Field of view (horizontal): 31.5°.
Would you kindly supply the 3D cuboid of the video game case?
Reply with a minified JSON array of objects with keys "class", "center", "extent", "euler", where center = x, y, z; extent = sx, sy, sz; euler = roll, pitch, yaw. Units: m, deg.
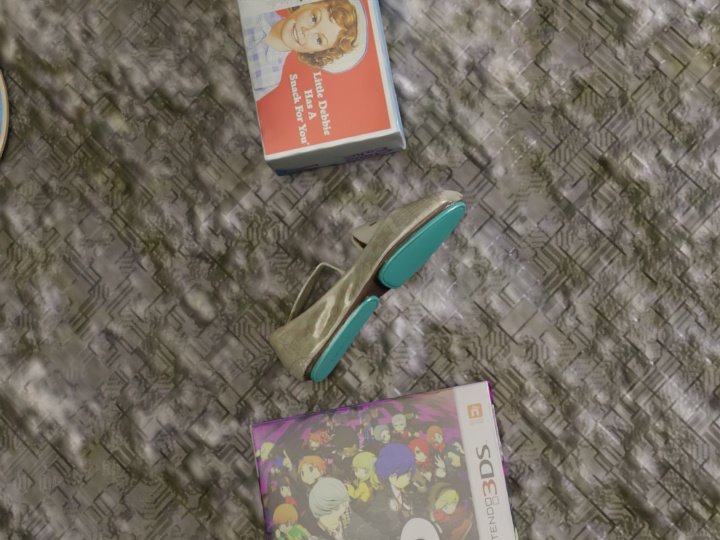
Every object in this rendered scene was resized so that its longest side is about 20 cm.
[{"class":"video game case","center":[0.022,0.194,1.010],"extent":[0.198,0.036,0.184],"euler":[-10,81,7]}]

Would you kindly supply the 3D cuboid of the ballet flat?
[{"class":"ballet flat","center":[0.000,0.000,1.023],"extent":[0.062,0.067,0.200],"euler":[41,90,20]}]

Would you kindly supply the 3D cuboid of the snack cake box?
[{"class":"snack cake box","center":[-0.036,-0.190,1.047],"extent":[0.114,0.067,0.202],"euler":[-11,82,5]}]

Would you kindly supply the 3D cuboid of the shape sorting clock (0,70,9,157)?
[{"class":"shape sorting clock","center":[-0.403,-0.134,1.108],"extent":[0.197,0.039,0.203],"euler":[-1,84,9]}]
